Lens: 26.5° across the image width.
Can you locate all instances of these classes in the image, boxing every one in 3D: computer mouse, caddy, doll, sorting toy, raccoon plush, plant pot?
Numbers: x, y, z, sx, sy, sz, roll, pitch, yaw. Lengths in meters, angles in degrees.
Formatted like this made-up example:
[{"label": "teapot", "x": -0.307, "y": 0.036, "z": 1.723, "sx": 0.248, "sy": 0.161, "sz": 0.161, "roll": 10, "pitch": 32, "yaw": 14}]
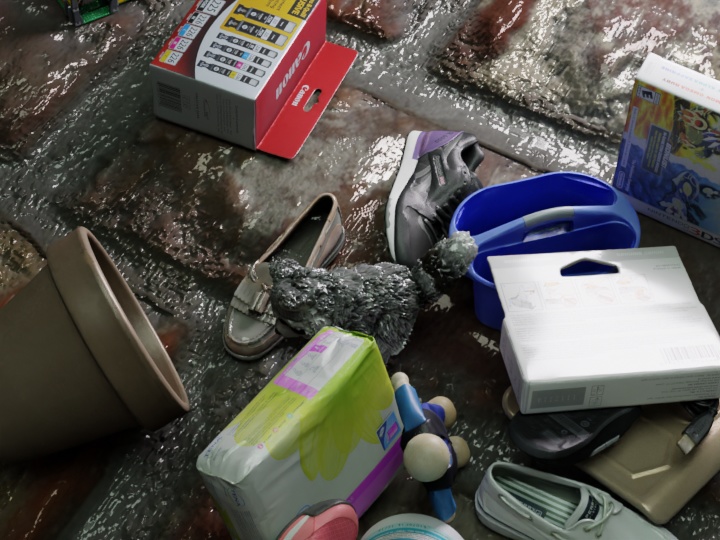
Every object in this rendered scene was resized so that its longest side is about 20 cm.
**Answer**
[{"label": "computer mouse", "x": 0.237, "y": 0.146, "z": 1.405, "sx": 0.140, "sy": 0.046, "sz": 0.199, "roll": 31, "pitch": 45, "yaw": 33}, {"label": "caddy", "x": 0.185, "y": -0.027, "z": 1.552, "sx": 0.198, "sy": 0.105, "sz": 0.142, "roll": -13, "pitch": 54, "yaw": -12}, {"label": "doll", "x": 0.060, "y": 0.153, "z": 1.347, "sx": 0.048, "sy": 0.200, "sz": 0.138, "roll": -20, "pitch": 89, "yaw": 7}, {"label": "sorting toy", "x": 0.265, "y": 0.134, "z": 1.467, "sx": 0.185, "sy": 0.037, "sz": 0.199, "roll": -37, "pitch": 55, "yaw": -26}, {"label": "raccoon plush", "x": 0.000, "y": 0.000, "z": 1.478, "sx": 0.200, "sy": 0.134, "sz": 0.097, "roll": -49, "pitch": 35, "yaw": -3}, {"label": "plant pot", "x": -0.280, "y": 0.086, "z": 1.414, "sx": 0.173, "sy": 0.201, "sz": 0.201, "roll": -29, "pitch": 57, "yaw": -3}]

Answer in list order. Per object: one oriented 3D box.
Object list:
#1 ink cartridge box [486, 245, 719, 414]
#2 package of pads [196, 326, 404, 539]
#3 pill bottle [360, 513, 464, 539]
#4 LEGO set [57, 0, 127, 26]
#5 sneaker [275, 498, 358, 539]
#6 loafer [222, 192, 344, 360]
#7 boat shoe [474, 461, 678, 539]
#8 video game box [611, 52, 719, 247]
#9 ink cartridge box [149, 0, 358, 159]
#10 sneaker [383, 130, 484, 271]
[{"label": "ink cartridge box", "x": 0.230, "y": 0.053, "z": 1.447, "sx": 0.198, "sy": 0.045, "sz": 0.177, "roll": -3, "pitch": 40, "yaw": -8}, {"label": "package of pads", "x": -0.044, "y": 0.164, "z": 1.361, "sx": 0.068, "sy": 0.155, "sz": 0.200, "roll": 15, "pitch": 49, "yaw": 40}, {"label": "pill bottle", "x": 0.034, "y": 0.293, "z": 1.248, "sx": 0.109, "sy": 0.112, "sz": 0.200, "roll": 10, "pitch": 21, "yaw": 6}, {"label": "LEGO set", "x": -0.304, "y": -0.392, "z": 1.809, "sx": 0.198, "sy": 0.116, "sz": 0.155, "roll": -17, "pitch": 55, "yaw": -16}, {"label": "sneaker", "x": -0.047, "y": 0.291, "z": 1.288, "sx": 0.086, "sy": 0.074, "sz": 0.201, "roll": 21, "pitch": 74, "yaw": 43}, {"label": "loafer", "x": -0.080, "y": 0.000, "z": 1.549, "sx": 0.071, "sy": 0.063, "sz": 0.201, "roll": 24, "pitch": 55, "yaw": 15}, {"label": "boat shoe", "x": 0.199, "y": 0.230, "z": 1.379, "sx": 0.198, "sy": 0.067, "sz": 0.074, "roll": 14, "pitch": 53, "yaw": 9}, {"label": "video game box", "x": 0.356, "y": -0.111, "z": 1.567, "sx": 0.181, "sy": 0.201, "sz": 0.047, "roll": 23, "pitch": 58, "yaw": 16}, {"label": "ink cartridge box", "x": -0.114, "y": -0.240, "z": 1.721, "sx": 0.174, "sy": 0.084, "sz": 0.201, "roll": 19, "pitch": 53, "yaw": 12}, {"label": "sneaker", "x": 0.081, "y": -0.074, "z": 1.590, "sx": 0.087, "sy": 0.076, "sz": 0.201, "roll": -4, "pitch": 50, "yaw": 20}]
